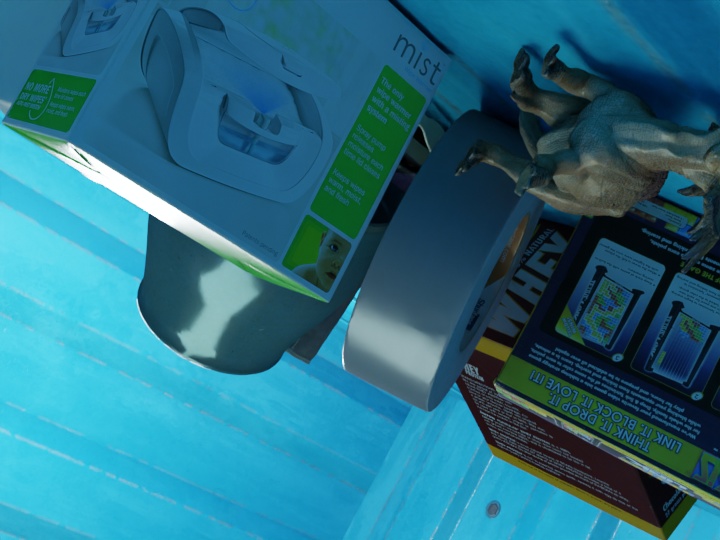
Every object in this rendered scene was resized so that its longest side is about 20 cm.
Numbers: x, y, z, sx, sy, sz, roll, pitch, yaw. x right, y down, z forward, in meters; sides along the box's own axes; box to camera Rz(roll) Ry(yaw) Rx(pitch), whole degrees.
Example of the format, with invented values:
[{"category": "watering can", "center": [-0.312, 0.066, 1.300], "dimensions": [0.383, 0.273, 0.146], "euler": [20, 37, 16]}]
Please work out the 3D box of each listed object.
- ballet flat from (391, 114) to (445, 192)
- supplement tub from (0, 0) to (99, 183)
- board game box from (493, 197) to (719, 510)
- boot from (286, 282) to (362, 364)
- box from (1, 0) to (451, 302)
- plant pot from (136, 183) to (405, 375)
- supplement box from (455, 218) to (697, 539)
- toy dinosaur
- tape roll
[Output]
[{"category": "ballet flat", "center": [0.011, -0.110, 0.833], "dimensions": [0.200, 0.069, 0.071], "euler": [29, 156, -36]}, {"category": "supplement tub", "center": [-0.253, -0.172, 1.063], "dimensions": [0.140, 0.140, 0.200], "euler": [26, 173, 19]}, {"category": "board game box", "center": [0.215, 0.053, 0.759], "dimensions": [0.200, 0.165, 0.057], "euler": [27, 173, 16]}, {"category": "boot", "center": [0.000, 0.000, 1.063], "dimensions": [0.182, 0.200, 0.073], "euler": [31, 173, -19]}, {"category": "box", "center": [-0.071, -0.107, 0.671], "dimensions": [0.200, 0.177, 0.097], "euler": [35, 170, -40]}, {"category": "plant pot", "center": [-0.085, -0.027, 0.921], "dimensions": [0.200, 0.188, 0.200], "euler": [24, -151, -14]}, {"category": "supplement box", "center": [0.190, 0.083, 0.958], "dimensions": [0.197, 0.133, 0.200], "euler": [21, 149, 47]}, {"category": "toy dinosaur", "center": [0.139, -0.057, 0.629], "dimensions": [0.135, 0.086, 0.200], "euler": [23, 180, -15]}, {"category": "tape roll", "center": [0.064, -0.006, 0.778], "dimensions": [0.066, 0.200, 0.200], "euler": [27, 173, 13]}]
